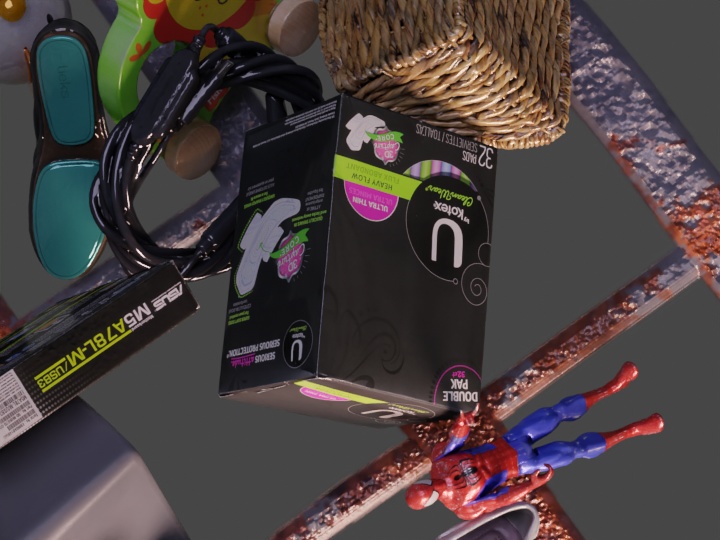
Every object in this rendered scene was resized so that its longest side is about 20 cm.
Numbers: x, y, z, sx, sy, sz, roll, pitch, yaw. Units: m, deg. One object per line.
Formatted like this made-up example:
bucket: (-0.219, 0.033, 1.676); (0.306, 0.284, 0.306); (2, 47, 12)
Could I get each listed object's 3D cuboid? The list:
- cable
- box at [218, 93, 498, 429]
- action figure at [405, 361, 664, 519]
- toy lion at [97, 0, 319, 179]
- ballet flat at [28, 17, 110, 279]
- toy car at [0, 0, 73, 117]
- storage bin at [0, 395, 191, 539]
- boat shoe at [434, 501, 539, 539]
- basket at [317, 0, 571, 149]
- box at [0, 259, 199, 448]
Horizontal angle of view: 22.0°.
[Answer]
cable: (-0.111, -0.075, 1.369); (0.051, 0.163, 0.201); (35, 97, 48)
box: (0.000, 0.000, 1.310); (0.148, 0.124, 0.201); (16, 72, -34)
action figure: (0.124, 0.115, 1.279); (0.199, 0.099, 0.065); (-22, 76, -20)
toy lion: (-0.123, -0.193, 1.364); (0.069, 0.192, 0.200); (32, 80, 34)
ballet flat: (-0.215, -0.095, 1.404); (0.068, 0.068, 0.201); (4, 111, -3)
toy car: (-0.275, -0.217, 1.412); (0.184, 0.177, 0.201); (-22, 86, -13)
storage bin: (-0.208, 0.181, 1.282); (0.134, 0.200, 0.145); (-41, 54, -17)
boat shoe: (0.044, 0.228, 1.274); (0.202, 0.065, 0.075); (-32, 76, -27)
basket: (0.062, -0.184, 1.386); (0.142, 0.149, 0.201); (-22, 49, 32)
box: (-0.234, 0.072, 1.275); (0.200, 0.193, 0.048); (-36, 99, -34)
